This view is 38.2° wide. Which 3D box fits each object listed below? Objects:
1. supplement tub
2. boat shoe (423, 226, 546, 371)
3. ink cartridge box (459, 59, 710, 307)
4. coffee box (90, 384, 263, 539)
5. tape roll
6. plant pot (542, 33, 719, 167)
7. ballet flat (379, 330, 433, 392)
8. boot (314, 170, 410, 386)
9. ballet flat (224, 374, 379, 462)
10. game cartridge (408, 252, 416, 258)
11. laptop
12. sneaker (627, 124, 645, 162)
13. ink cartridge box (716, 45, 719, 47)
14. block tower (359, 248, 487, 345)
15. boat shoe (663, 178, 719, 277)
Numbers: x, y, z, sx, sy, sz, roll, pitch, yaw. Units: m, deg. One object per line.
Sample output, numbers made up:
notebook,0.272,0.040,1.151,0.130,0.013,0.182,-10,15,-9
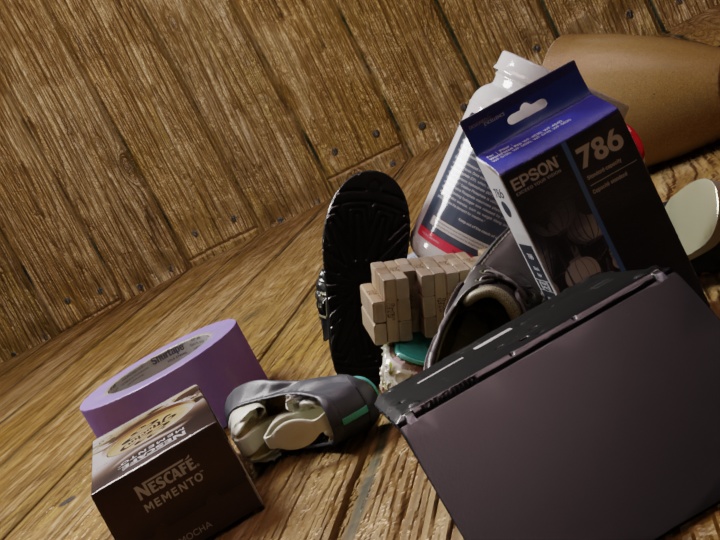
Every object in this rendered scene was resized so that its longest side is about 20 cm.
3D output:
supplement tub,0.142,-0.081,0.941,0.140,0.140,0.200,-70,4,-77
boat shoe,0.097,0.035,0.740,0.201,0.072,0.066,-58,-16,-31
ink cartridge box,0.157,-0.038,0.725,0.099,0.200,0.039,-30,9,-6
coffee box,-0.162,0.170,0.887,0.113,0.080,0.200,-29,9,-12
tape roll,-0.210,0.140,1.183,0.200,0.085,0.200,-26,10,5
plant pot,0.344,-0.203,1.237,0.200,0.187,0.186,-2,24,39
ballet flat,0.052,0.068,0.881,0.075,0.064,0.200,16,21,12
boot,-0.003,0.000,1.020,0.079,0.212,0.158,5,12,-4
ballet flat,-0.069,0.129,0.891,0.200,0.073,0.073,-16,15,44
game cartridge,0.092,-0.001,1.235,0.133,0.041,0.200,-31,9,1
laptop,0.115,0.082,0.589,0.177,0.103,0.200,-28,1,-6
sneaker,0.230,-0.095,1.041,0.078,0.116,0.200,2,7,-22
ink cartridge box,0.479,-0.282,1.613,0.200,0.044,0.094,-32,8,-22
block tower,0.103,0.015,0.836,0.199,0.054,0.058,-8,18,-9
boat shoe,0.249,-0.023,0.825,0.063,0.074,0.201,7,-12,-17
